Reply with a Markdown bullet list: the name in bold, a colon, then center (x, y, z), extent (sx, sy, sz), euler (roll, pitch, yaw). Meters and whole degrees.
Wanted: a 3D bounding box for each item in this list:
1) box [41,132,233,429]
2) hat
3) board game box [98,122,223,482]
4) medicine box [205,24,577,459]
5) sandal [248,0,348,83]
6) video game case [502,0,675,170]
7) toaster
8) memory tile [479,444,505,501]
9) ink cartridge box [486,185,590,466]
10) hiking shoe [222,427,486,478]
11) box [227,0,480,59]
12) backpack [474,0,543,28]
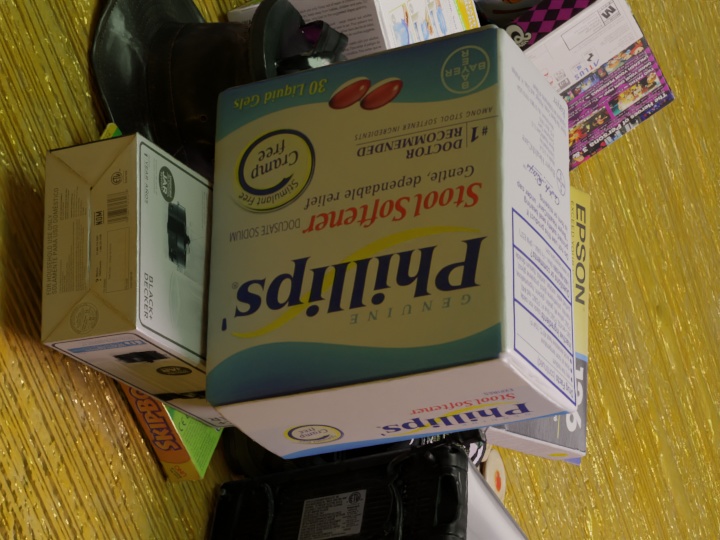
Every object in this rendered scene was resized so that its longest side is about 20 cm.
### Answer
- **box**: center (-0.103, 0.011, 1.394), extent (0.200, 0.060, 0.117), euler (32, 52, -60)
- **hat**: center (-0.084, -0.100, 1.520), extent (0.201, 0.081, 0.201), euler (36, 49, -57)
- **board game box**: center (-0.127, 0.019, 1.442), extent (0.096, 0.030, 0.200), euler (-69, 145, -51)
- **medicine box**: center (0.018, -0.012, 1.374), extent (0.103, 0.182, 0.200), euler (42, 43, -54)
- **sandal**: center (-0.023, -0.123, 1.511), extent (0.200, 0.048, 0.076), euler (17, 70, -73)
- **video game case**: center (0.133, -0.127, 1.884), extent (0.036, 0.200, 0.181), euler (58, 5, 32)
- **toaster**: center (0.006, 0.205, 1.463), extent (0.119, 0.200, 0.181), euler (50, 36, -42)
- **memory tile**: center (0.074, 0.132, 1.850), extent (0.153, 0.017, 0.200), euler (-67, 147, -52)
- **ink cartridge box**: center (0.130, 0.032, 1.774), extent (0.200, 0.047, 0.198), euler (17, 71, -54)
- **hiking shoe**: center (0.015, 0.114, 1.563), extent (0.200, 0.101, 0.076), euler (3, 87, -38)
- **box**: center (0.003, -0.160, 1.706), extent (0.200, 0.112, 0.102), euler (-40, 117, -64)
- **backpack**: center (0.097, -0.273, 1.873), extent (0.154, 0.190, 0.200), euler (40, 46, -57)
